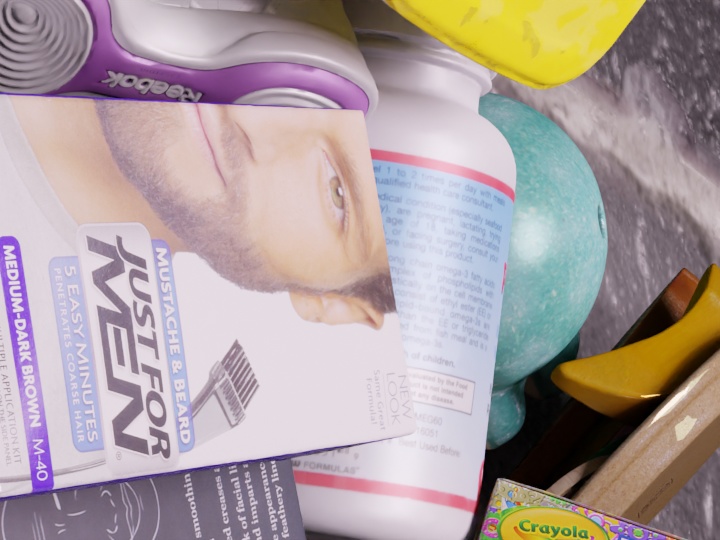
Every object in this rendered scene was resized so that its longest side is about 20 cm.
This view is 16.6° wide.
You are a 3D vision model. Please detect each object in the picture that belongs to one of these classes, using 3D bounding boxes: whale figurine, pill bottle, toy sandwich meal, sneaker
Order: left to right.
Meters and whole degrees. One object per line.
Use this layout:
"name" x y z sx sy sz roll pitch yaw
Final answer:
"sneaker" -0.086 -0.101 0.823 0.199 0.075 0.100 20 45 -37
"pill bottle" 0.000 0.000 0.912 0.109 0.108 0.201 19 76 -52
"whale figurine" 0.067 -0.003 1.069 0.200 0.103 0.160 36 48 -61
"toy sandwich meal" 0.108 0.074 1.091 0.070 0.205 0.205 43 34 13

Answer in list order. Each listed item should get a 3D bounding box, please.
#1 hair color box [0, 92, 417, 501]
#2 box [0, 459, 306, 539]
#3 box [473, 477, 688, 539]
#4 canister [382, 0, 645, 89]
"hair color box" -0.069 0.008 0.729 0.200 0.065 0.110 -3 82 -57
"box" -0.118 0.081 0.785 0.200 0.107 0.149 -9 89 -56
"box" 0.064 0.221 0.910 0.200 0.121 0.193 105 4 -53
"canister" -0.001 -0.157 0.849 0.200 0.087 0.148 44 13 32
